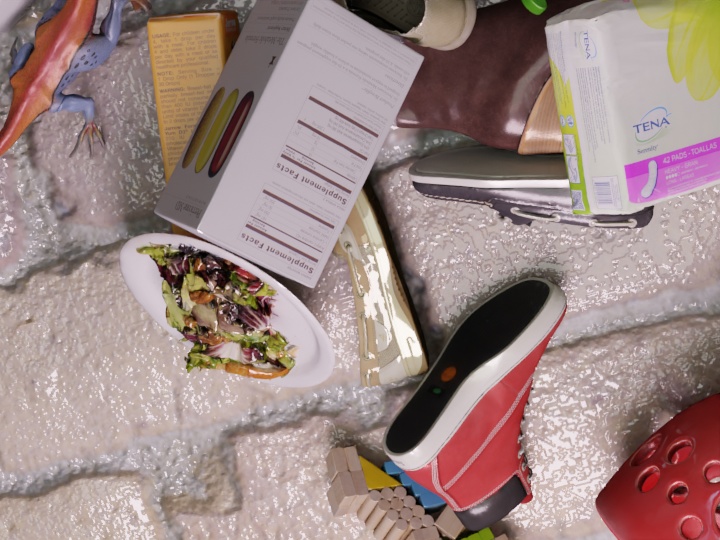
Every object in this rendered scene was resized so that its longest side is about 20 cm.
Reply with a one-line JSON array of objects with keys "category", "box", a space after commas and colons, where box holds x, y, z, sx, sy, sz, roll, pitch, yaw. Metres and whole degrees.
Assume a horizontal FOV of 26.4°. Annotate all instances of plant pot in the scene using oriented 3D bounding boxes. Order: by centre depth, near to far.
[{"category": "plant pot", "box": [0.316, 0.183, 1.209, 0.200, 0.200, 0.183, 40, 96, -2]}]

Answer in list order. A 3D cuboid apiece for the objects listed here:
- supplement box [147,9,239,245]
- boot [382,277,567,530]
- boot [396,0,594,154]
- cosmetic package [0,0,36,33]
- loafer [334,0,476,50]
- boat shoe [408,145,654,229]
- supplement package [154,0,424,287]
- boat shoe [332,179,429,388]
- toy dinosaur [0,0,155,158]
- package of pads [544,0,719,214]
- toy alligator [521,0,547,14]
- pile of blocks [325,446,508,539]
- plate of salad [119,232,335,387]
[{"category": "supplement box", "box": [-0.127, -0.113, 1.271, 0.069, 0.067, 0.201, -6, 101, 9]}, {"category": "boot", "box": [0.126, 0.115, 1.288, 0.200, 0.072, 0.144, -50, 122, -7]}, {"category": "boot", "box": [0.118, -0.196, 1.217, 0.166, 0.072, 0.201, 11, 97, 11]}, {"category": "cosmetic package", "box": [-0.303, -0.238, 1.199, 0.071, 0.200, 0.101, 45, 105, -4]}, {"category": "loafer", "box": [-0.004, -0.233, 1.209, 0.200, 0.068, 0.076, 24, 102, 21]}, {"category": "boat shoe", "box": [0.139, -0.064, 1.243, 0.199, 0.074, 0.060, -1, 118, 9]}, {"category": "supplement package", "box": [-0.057, -0.104, 1.195, 0.109, 0.114, 0.200, 27, 86, -26]}, {"category": "boat shoe", "box": [0.000, 0.000, 1.275, 0.063, 0.073, 0.201, -18, 106, 7]}, {"category": "toy dinosaur", "box": [-0.262, -0.172, 1.241, 0.105, 0.200, 0.182, 34, 73, 15]}, {"category": "package of pads", "box": [0.237, -0.138, 1.161, 0.200, 0.068, 0.155, -18, 103, -33]}, {"category": "toy alligator", "box": [0.118, -0.294, 1.173, 0.054, 0.059, 0.200, -19, 84, -19]}, {"category": "pile of blocks", "box": [0.052, 0.221, 1.328, 0.200, 0.082, 0.062, 39, 147, 8]}, {"category": "plate of salad", "box": [-0.114, 0.042, 1.253, 0.200, 0.200, 0.048, 30, 62, 1]}]
